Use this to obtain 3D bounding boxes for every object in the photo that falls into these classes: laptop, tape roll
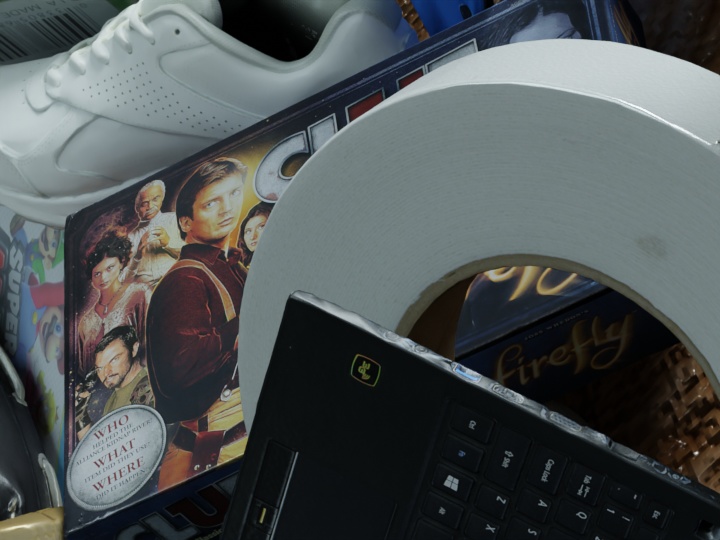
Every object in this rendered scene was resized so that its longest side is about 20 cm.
[{"bbox_3d":[0.032,0.136,0.696,0.103,0.199,0.178,-51,-17,-50],"label":"laptop"},{"bbox_3d":[0.060,0.039,0.727,0.202,0.203,0.037,-30,3,39],"label":"tape roll"}]

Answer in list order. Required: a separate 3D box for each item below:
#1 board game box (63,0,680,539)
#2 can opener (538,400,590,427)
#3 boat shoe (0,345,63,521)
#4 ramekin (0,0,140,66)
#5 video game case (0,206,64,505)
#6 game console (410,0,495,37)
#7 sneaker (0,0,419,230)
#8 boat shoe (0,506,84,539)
[{"bbox_3d":[0.000,0.000,0.852,0.199,0.035,0.136,-26,42,18],"label":"board game box"},{"bbox_3d":[0.022,0.132,0.831,0.066,0.053,0.201,21,87,20],"label":"can opener"},{"bbox_3d":[-0.158,0.049,1.033,0.074,0.060,0.200,-47,42,12],"label":"boat shoe"},{"bbox_3d":[-0.115,-0.123,1.036,0.199,0.199,0.098,-23,58,43],"label":"ramekin"},{"bbox_3d":[-0.139,0.032,1.079,0.200,0.018,0.144,22,104,57],"label":"video game case"},{"bbox_3d":[0.039,-0.178,0.906,0.118,0.200,0.171,30,69,20],"label":"game console"},{"bbox_3d":[-0.062,-0.072,0.959,0.199,0.100,0.078,-1,36,22],"label":"sneaker"},{"bbox_3d":[-0.160,0.132,0.888,0.199,0.071,0.070,-21,85,36],"label":"boat shoe"}]
